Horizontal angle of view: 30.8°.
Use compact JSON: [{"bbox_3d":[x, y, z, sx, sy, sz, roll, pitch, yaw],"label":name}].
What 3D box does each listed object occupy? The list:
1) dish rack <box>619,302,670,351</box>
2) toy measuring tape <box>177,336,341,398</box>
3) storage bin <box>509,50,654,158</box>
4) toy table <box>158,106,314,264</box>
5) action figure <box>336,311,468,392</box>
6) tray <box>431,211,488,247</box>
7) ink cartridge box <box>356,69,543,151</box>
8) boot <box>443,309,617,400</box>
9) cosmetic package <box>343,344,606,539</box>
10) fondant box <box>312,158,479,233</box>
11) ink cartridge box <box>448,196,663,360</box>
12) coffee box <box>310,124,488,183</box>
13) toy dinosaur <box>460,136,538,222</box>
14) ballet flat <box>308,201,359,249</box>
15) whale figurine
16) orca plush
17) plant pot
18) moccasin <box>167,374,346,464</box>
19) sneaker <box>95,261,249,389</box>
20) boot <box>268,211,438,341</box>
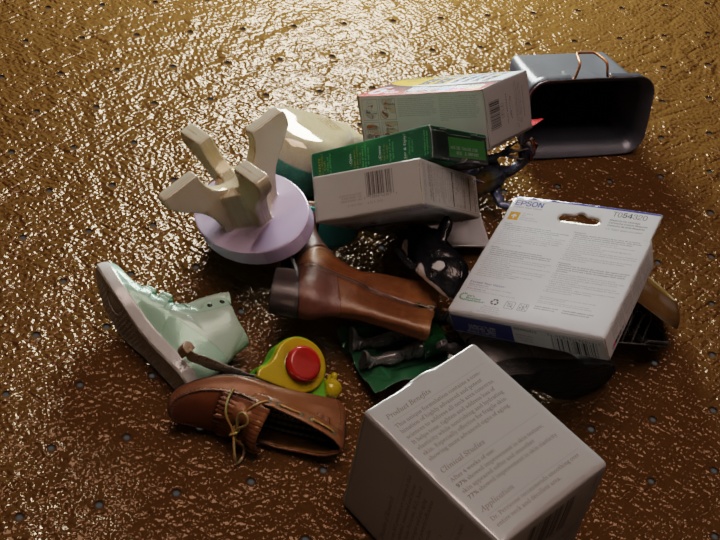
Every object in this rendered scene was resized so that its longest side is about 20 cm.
[{"bbox_3d":[0.289,0.038,1.609,0.198,0.055,0.154,8,28,-33],"label":"dish rack"},{"bbox_3d":[-0.108,0.098,1.491,0.198,0.074,0.074,22,41,-18],"label":"toy measuring tape"},{"bbox_3d":[0.308,-0.263,1.919,0.197,0.147,0.135,-5,36,-16],"label":"storage bin"},{"bbox_3d":[-0.148,-0.100,1.577,0.199,0.118,0.184,20,56,40],"label":"toy table"},{"bbox_3d":[0.084,0.084,1.581,0.198,0.055,0.119,-8,44,-24],"label":"action figure"},{"bbox_3d":[0.104,-0.096,1.785,0.106,0.022,0.201,-1,45,-10],"label":"tray"},{"bbox_3d":[0.126,-0.221,1.789,0.198,0.085,0.175,2,19,33],"label":"ink cartridge box"},{"bbox_3d":[0.206,0.083,1.561,0.198,0.070,0.132,4,46,-31],"label":"boot"},{"bbox_3d":[0.114,0.223,1.360,0.166,0.167,0.200,-27,56,-33],"label":"cosmetic package"},{"bbox_3d":[0.047,-0.089,1.616,0.143,0.200,0.059,-8,83,24],"label":"fondant box"},{"bbox_3d":[0.229,0.004,1.510,0.195,0.044,0.201,10,48,32],"label":"ink cartridge box"},{"bbox_3d":[0.048,-0.138,1.644,0.198,0.045,0.122,-9,-7,39],"label":"coffee box"},{"bbox_3d":[0.167,-0.140,1.769,0.198,0.106,0.181,16,24,15],"label":"toy dinosaur"},{"bbox_3d":[-0.102,-0.062,1.689,0.197,0.070,0.070,-2,45,-11],"label":"ballet flat"},{"bbox_3d":[-0.068,-0.156,1.778,0.159,0.104,0.199,38,26,22],"label":"whale figurine"},{"bbox_3d":[0.102,-0.032,1.610,0.105,0.072,0.200,30,12,-8],"label":"orca plush"},{"bbox_3d":[0.326,-0.002,1.637,0.199,0.028,0.200,38,10,-7],"label":"plant pot"},{"bbox_3d":[-0.115,0.169,1.447,0.199,0.074,0.078,16,34,-8],"label":"moccasin"},{"bbox_3d":[-0.219,0.047,1.541,0.118,0.074,0.200,-34,69,-29],"label":"sneaker"},{"bbox_3d":[0.000,0.000,1.579,0.197,0.069,0.189,8,31,1],"label":"boot"}]
